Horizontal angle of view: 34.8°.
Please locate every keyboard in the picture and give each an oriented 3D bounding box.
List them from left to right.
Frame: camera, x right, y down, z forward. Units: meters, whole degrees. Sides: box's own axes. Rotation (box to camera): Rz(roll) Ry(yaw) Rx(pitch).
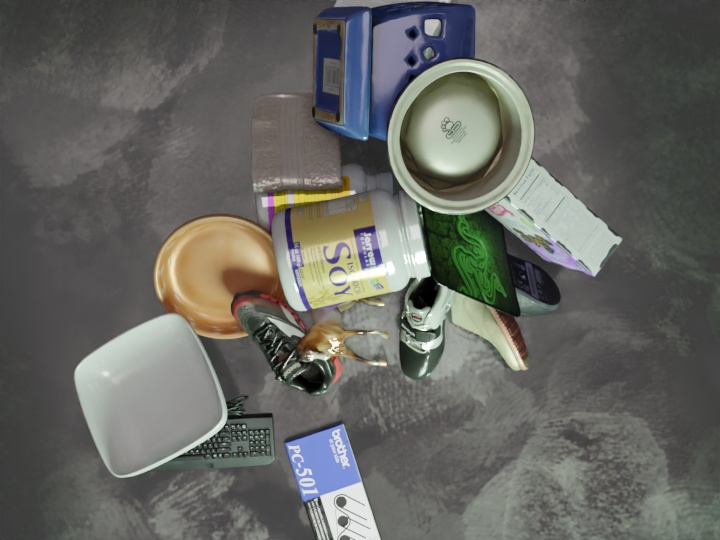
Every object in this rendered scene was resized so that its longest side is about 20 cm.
[{"bbox_3d":[-0.229,0.244,1.704,0.199,0.040,0.105,-4,88,-2],"label":"keyboard"}]

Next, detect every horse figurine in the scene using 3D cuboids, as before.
[{"bbox_3d":[-0.029,0.070,1.671,0.132,0.050,0.201,5,44,-7],"label":"horse figurine"}]

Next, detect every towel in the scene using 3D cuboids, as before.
[{"bbox_3d":[-0.092,-0.191,1.674,0.132,0.035,0.201,-3,49,-1],"label":"towel"}]

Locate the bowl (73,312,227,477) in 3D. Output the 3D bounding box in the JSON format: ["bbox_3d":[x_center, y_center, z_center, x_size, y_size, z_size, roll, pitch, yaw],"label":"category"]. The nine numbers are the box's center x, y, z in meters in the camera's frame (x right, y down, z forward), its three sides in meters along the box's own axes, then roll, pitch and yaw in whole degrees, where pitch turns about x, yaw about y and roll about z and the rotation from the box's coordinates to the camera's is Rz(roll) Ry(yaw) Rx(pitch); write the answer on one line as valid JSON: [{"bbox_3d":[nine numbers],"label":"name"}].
[{"bbox_3d":[-0.295,0.183,1.665,0.199,0.075,0.201,-28,71,5],"label":"bowl"}]

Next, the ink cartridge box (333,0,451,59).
[{"bbox_3d":[0.053,-0.407,1.734,0.162,0.057,0.201,23,83,0],"label":"ink cartridge box"}]

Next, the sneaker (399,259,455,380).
[{"bbox_3d":[0.087,0.070,1.673,0.074,0.088,0.201,21,107,26],"label":"sneaker"}]

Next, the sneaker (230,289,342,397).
[{"bbox_3d":[-0.109,0.109,1.659,0.200,0.098,0.071,43,110,-13],"label":"sneaker"}]

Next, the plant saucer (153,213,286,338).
[{"bbox_3d":[-0.201,0.005,1.680,0.199,0.038,0.201,-1,116,-2],"label":"plant saucer"}]

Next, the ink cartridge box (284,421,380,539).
[{"bbox_3d":[-0.039,0.335,1.701,0.093,0.044,0.201,-17,88,-3],"label":"ink cartridge box"}]

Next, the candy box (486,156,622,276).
[{"bbox_3d":[0.247,-0.088,1.636,0.200,0.168,0.072,38,87,-18],"label":"candy box"}]

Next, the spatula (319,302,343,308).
[{"bbox_3d":[0.000,0.000,1.687,0.056,0.021,0.200,27,54,37],"label":"spatula"}]

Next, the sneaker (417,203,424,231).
[{"bbox_3d":[0.145,-0.148,1.713,0.099,0.070,0.201,15,88,-3],"label":"sneaker"}]

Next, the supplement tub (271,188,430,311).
[{"bbox_3d":[-0.012,-0.032,1.589,0.199,0.145,0.146,-12,88,5],"label":"supplement tub"}]

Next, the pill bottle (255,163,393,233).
[{"bbox_3d":[-0.052,-0.104,1.689,0.199,0.104,0.105,-2,88,-1],"label":"pill bottle"}]

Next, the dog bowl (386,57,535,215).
[{"bbox_3d":[0.122,-0.177,1.495,0.199,0.074,0.202,-3,105,-12],"label":"dog bowl"}]

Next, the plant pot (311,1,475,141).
[{"bbox_3d":[0.037,-0.272,1.588,0.179,0.200,0.201,-2,103,-20],"label":"plant pot"}]

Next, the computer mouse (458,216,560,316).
[{"bbox_3d":[0.207,0.010,1.689,0.199,0.139,0.053,27,128,-24],"label":"computer mouse"}]

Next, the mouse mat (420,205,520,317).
[{"bbox_3d":[0.153,-0.033,1.626,0.160,0.008,0.201,23,43,-29],"label":"mouse mat"}]

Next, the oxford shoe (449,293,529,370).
[{"bbox_3d":[0.180,0.070,1.713,0.074,0.071,0.201,-34,83,18],"label":"oxford shoe"}]
